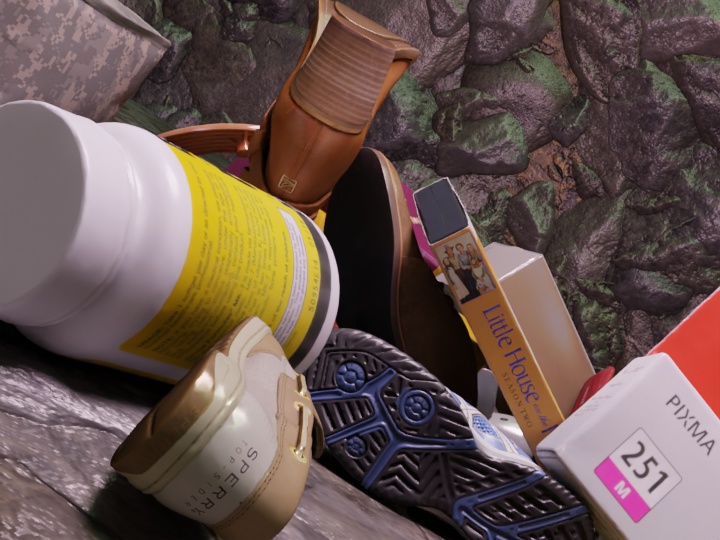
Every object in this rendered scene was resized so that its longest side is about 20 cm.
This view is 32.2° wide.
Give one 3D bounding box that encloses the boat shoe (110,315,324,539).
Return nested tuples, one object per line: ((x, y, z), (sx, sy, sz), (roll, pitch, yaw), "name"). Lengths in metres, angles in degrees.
((-0.051, 0.069, 0.515), (0.066, 0.074, 0.200), (45, 5, -2), "boat shoe")

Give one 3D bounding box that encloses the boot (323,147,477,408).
((0.027, 0.019, 0.813), (0.075, 0.200, 0.074), (-5, -6, -37), "boot")

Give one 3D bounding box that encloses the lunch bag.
((-0.259, -0.155, 0.906), (0.118, 0.164, 0.200), (39, 5, 16), "lunch bag")

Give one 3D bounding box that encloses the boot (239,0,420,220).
((-0.033, -0.090, 0.795), (0.074, 0.155, 0.200), (29, 14, 0), "boot")

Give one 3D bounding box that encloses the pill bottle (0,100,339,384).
((-0.105, -0.006, 0.614), (0.114, 0.114, 0.200), (34, 4, 31), "pill bottle")

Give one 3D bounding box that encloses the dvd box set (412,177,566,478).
((0.093, 0.045, 0.805), (0.200, 0.029, 0.146), (63, 5, -14), "dvd box set")

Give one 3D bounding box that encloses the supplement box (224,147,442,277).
((-0.028, -0.042, 1.175), (0.200, 0.131, 0.103), (38, 27, -24), "supplement box")

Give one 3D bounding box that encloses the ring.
((-0.110, -0.059, 1.033), (0.200, 0.200, 0.019), (28, 50, -46), "ring")

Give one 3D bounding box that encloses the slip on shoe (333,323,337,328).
((-0.074, 0.007, 1.089), (0.200, 0.061, 0.074), (27, 7, -30), "slip on shoe")

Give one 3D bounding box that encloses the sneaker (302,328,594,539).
((0.043, 0.109, 0.732), (0.200, 0.076, 0.077), (41, -3, -4), "sneaker")

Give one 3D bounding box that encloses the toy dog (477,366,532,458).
((0.070, 0.078, 1.064), (0.200, 0.096, 0.132), (30, 4, -22), "toy dog")

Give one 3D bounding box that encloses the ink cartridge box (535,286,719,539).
((0.231, 0.129, 0.739), (0.200, 0.174, 0.044), (51, -13, 0), "ink cartridge box")

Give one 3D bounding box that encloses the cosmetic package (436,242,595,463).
((0.152, 0.081, 1.121), (0.200, 0.071, 0.105), (63, -13, -14), "cosmetic package")

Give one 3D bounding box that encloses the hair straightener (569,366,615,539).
((0.195, 0.154, 0.999), (0.077, 0.041, 0.200), (49, 30, -5), "hair straightener")

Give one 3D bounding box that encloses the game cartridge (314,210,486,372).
((0.000, 0.000, 0.919), (0.200, 0.032, 0.176), (39, 5, -5), "game cartridge")
